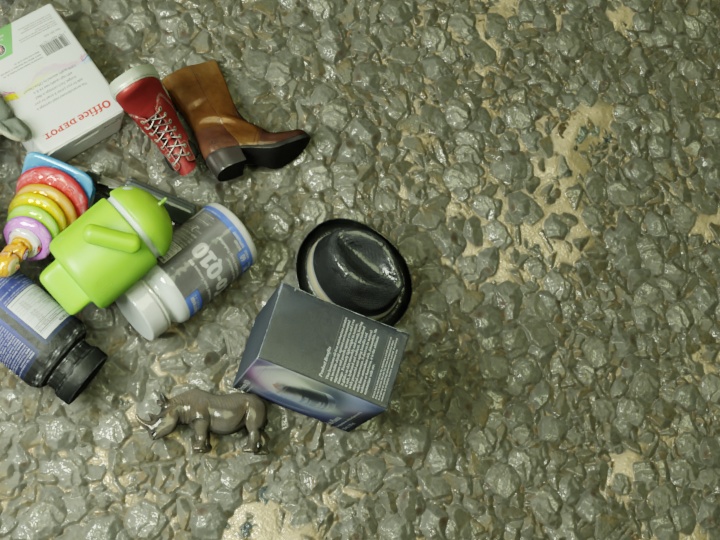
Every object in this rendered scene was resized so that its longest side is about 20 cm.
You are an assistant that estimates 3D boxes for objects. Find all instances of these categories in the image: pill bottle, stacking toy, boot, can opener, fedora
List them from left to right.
[{"bbox_3d":[-0.450,0.088,1.461,0.199,0.112,0.112,40,65,-3],"label":"pill bottle"},{"bbox_3d":[-0.451,-0.058,1.467,0.108,0.117,0.201,24,38,-7],"label":"stacking toy"},{"bbox_3d":[-0.345,-0.108,1.601,0.197,0.053,0.067,18,102,-10],"label":"can opener"},{"bbox_3d":[-0.294,-0.214,1.569,0.072,0.200,0.146,-29,84,3],"label":"boot"},{"bbox_3d":[-0.256,0.002,1.551,0.200,0.114,0.114,-42,88,-24],"label":"pill bottle"},{"bbox_3d":[-0.196,-0.248,1.696,0.186,0.069,0.202,-22,69,-24],"label":"boot"},{"bbox_3d":[0.000,0.000,1.647,0.197,0.092,0.204,5,71,-16],"label":"fedora"}]

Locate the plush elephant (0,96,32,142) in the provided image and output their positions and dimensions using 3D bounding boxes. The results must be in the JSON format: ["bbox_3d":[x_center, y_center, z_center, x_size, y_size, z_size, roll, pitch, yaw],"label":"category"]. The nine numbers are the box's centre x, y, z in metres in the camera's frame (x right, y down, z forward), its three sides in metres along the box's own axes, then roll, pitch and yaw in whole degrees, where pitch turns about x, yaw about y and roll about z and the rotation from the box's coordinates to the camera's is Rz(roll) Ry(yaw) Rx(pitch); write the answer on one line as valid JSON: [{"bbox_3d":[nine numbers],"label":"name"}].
[{"bbox_3d":[-0.559,-0.199,1.495,0.154,0.200,0.166,-23,73,-38],"label":"plush elephant"}]

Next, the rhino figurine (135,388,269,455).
[{"bbox_3d":[-0.223,0.214,1.524,0.197,0.060,0.089,6,74,-15],"label":"rhino figurine"}]

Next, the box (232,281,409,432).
[{"bbox_3d":[-0.063,0.131,1.528,0.196,0.200,0.125,23,67,-9],"label":"box"}]

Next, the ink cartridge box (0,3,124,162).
[{"bbox_3d":[-0.466,-0.269,1.586,0.144,0.084,0.201,-35,86,-24],"label":"ink cartridge box"}]

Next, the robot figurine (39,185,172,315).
[{"bbox_3d":[-0.340,-0.031,1.450,0.200,0.175,0.116,-42,101,-11],"label":"robot figurine"}]
